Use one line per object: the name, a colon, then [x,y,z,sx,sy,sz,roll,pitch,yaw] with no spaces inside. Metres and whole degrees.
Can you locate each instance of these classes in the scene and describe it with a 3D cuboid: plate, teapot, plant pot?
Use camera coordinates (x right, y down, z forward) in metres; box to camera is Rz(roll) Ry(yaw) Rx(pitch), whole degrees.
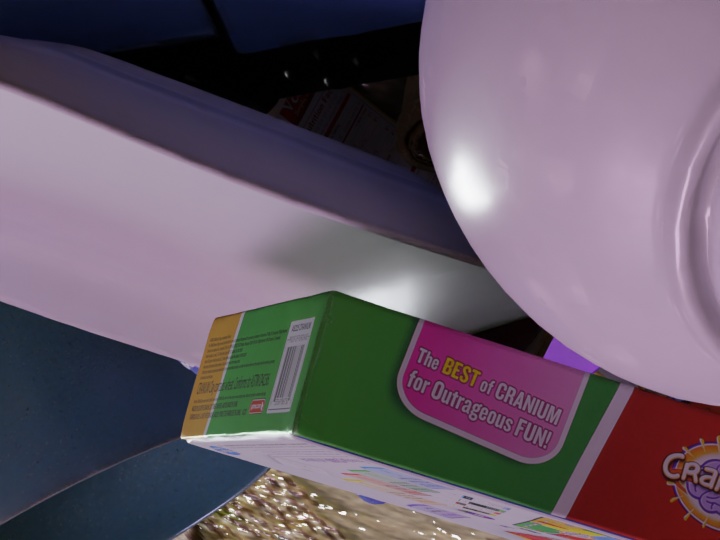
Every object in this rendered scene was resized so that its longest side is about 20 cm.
plate: [-0.065,-0.018,0.861,0.199,0.033,0.199,20,163,-23]
teapot: [0.115,-0.041,0.729,0.199,0.198,0.146,6,-153,-24]
plant pot: [-0.144,0.054,1.224,0.135,0.199,0.200,62,158,14]

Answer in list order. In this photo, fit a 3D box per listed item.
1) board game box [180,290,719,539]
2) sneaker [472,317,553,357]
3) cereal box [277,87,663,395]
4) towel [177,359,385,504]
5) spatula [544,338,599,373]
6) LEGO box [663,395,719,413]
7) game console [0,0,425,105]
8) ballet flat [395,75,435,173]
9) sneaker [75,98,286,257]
board game box: [0.059,0.058,0.847,0.199,0.041,0.153,18,172,-14]
sneaker: [0.000,0.000,0.975,0.090,0.075,0.200,37,160,-18]
cereal box: [0.008,0.004,1.114,0.200,0.040,0.144,37,151,-16]
towel: [-0.071,0.006,1.054,0.200,0.024,0.145,39,-176,-8]
spatula: [0.048,0.036,1.067,0.056,0.021,0.200,41,152,2]
LEGO box: [0.167,0.154,1.066,0.077,0.150,0.200,-23,132,40]
game console: [-0.043,-0.089,0.793,0.176,0.031,0.200,-14,160,3]
ballet flat: [0.100,-0.041,0.919,0.199,0.063,0.068,9,148,34]
sneaker: [-0.085,-0.056,0.997,0.079,0.130,0.199,43,151,-26]
